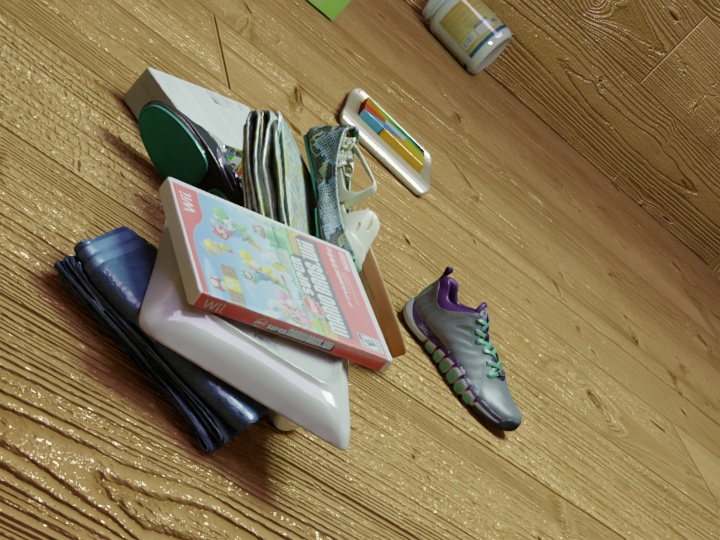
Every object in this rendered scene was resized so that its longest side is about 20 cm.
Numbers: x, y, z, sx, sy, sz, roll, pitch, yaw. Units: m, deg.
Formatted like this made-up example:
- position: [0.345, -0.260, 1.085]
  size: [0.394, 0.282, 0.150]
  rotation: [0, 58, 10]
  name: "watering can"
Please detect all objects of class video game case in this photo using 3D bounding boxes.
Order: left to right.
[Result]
- position: [-0.070, 0.004, 1.097]
  size: [0.198, 0.017, 0.144]
  rotation: [22, 31, -35]
  name: "video game case"

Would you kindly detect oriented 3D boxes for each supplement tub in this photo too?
- position: [0.262, -0.604, 3.265]
  size: [0.200, 0.145, 0.144]
  rotation: [48, 18, 7]
  name: "supplement tub"

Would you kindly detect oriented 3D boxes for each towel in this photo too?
- position: [-0.152, 0.052, 1.063]
  size: [0.200, 0.049, 0.112]
  rotation: [46, 19, 5]
  name: "towel"
- position: [-0.069, -0.038, 1.293]
  size: [0.201, 0.047, 0.173]
  rotation: [65, 16, -54]
  name: "towel"

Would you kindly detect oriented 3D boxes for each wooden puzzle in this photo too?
- position: [0.048, -0.214, 2.112]
  size: [0.185, 0.037, 0.200]
  rotation: [43, 18, -9]
  name: "wooden puzzle"

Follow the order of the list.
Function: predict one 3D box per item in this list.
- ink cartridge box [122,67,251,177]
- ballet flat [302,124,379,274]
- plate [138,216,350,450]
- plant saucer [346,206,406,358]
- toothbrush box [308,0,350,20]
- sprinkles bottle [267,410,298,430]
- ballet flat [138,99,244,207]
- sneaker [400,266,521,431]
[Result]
- position: [-0.166, -0.153, 1.480]
  size: [0.109, 0.050, 0.199]
  rotation: [53, 18, 24]
  name: "ink cartridge box"
- position: [-0.015, -0.063, 1.302]
  size: [0.074, 0.074, 0.202]
  rotation: [24, 49, -48]
  name: "ballet flat"
- position: [-0.081, 0.035, 1.091]
  size: [0.198, 0.032, 0.201]
  rotation: [34, 25, -18]
  name: "plate"
- position: [0.000, 0.000, 1.421]
  size: [0.200, 0.032, 0.203]
  rotation: [159, -89, -88]
  name: "plant saucer"
- position: [-0.107, -0.590, 2.507]
  size: [0.199, 0.086, 0.146]
  rotation: [36, 20, -29]
  name: "toothbrush box"
- position: [-0.096, 0.045, 1.172]
  size: [0.201, 0.068, 0.068]
  rotation: [54, 20, 25]
  name: "sprinkles bottle"
- position: [-0.151, -0.090, 1.343]
  size: [0.201, 0.073, 0.073]
  rotation: [52, 18, 2]
  name: "ballet flat"
- position: [0.135, 0.093, 1.552]
  size: [0.200, 0.088, 0.074]
  rotation: [50, 19, 14]
  name: "sneaker"
